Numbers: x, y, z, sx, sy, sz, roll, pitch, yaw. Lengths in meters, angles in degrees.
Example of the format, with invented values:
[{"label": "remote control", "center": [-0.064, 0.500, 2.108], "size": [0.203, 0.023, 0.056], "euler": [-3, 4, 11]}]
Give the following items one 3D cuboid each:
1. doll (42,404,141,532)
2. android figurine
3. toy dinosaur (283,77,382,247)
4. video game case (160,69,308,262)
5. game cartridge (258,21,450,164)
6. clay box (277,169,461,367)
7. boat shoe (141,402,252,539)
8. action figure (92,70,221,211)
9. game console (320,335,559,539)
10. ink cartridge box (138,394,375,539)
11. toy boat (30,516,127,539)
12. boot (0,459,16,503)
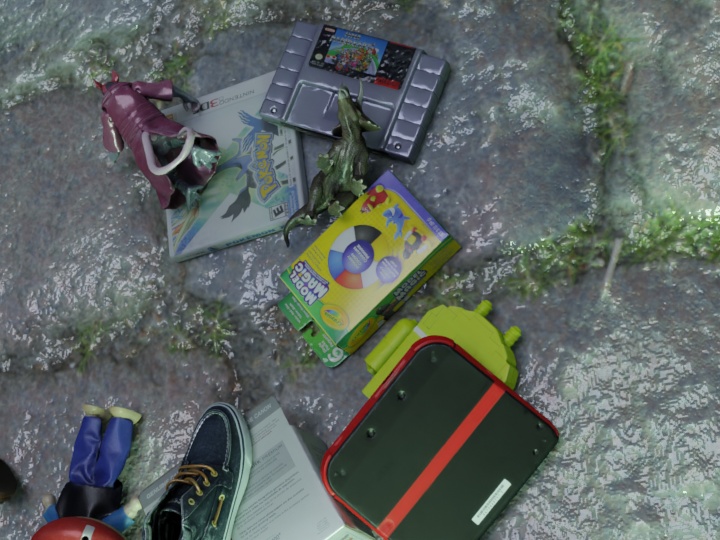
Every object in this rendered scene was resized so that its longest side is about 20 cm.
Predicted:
[{"label": "doll", "center": [-0.300, 0.256, 1.715], "size": [0.135, 0.048, 0.202], "euler": [2, 72, 27]}, {"label": "android figurine", "center": [0.085, 0.121, 1.589], "size": [0.182, 0.041, 0.200], "euler": [40, 92, 31]}, {"label": "toy dinosaur", "center": [-0.024, -0.103, 1.683], "size": [0.076, 0.102, 0.201], "euler": [23, 122, 4]}, {"label": "video game case", "center": [-0.154, -0.127, 1.801], "size": [0.181, 0.022, 0.202], "euler": [-16, 66, 19]}, {"label": "game cartridge", "center": [-0.007, -0.210, 1.743], "size": [0.199, 0.038, 0.131], "euler": [18, 84, 21]}, {"label": "clay box", "center": [0.000, 0.000, 1.668], "size": [0.200, 0.048, 0.115], "euler": [-44, 61, 3]}, {"label": "boat shoe", "center": [-0.167, 0.224, 1.544], "size": [0.070, 0.091, 0.202], "euler": [-3, 68, 25]}, {"label": "action figure", "center": [-0.259, -0.161, 1.774], "size": [0.134, 0.149, 0.200], "euler": [-47, 73, 9]}, {"label": "game console", "center": [0.076, 0.186, 1.528], "size": [0.177, 0.031, 0.200], "euler": [39, 91, -4]}, {"label": "ink cartridge box", "center": [-0.114, 0.262, 1.606], "size": [0.199, 0.084, 0.176], "euler": [-36, 59, 9]}, {"label": "toy boat", "center": [-0.317, 0.365, 1.611], "size": [0.129, 0.131, 0.202], "euler": [18, 89, 0]}, {"label": "boot", "center": [-0.487, 0.248, 1.805], "size": [0.199, 0.073, 0.076], "euler": [19, 99, 33]}]
